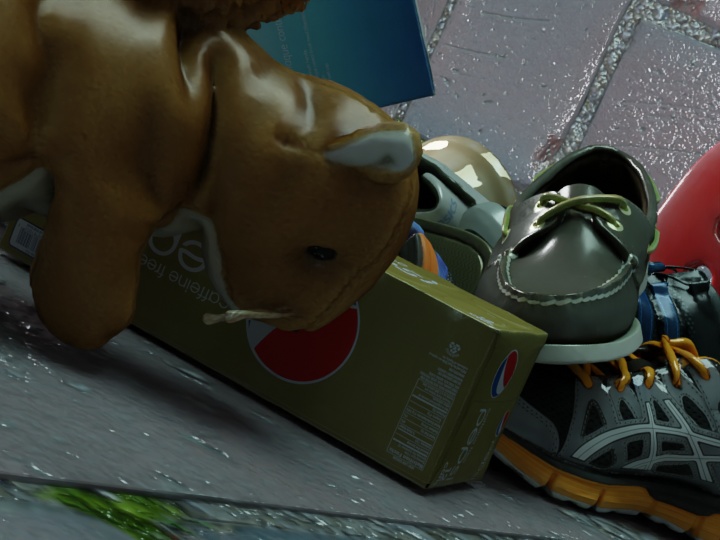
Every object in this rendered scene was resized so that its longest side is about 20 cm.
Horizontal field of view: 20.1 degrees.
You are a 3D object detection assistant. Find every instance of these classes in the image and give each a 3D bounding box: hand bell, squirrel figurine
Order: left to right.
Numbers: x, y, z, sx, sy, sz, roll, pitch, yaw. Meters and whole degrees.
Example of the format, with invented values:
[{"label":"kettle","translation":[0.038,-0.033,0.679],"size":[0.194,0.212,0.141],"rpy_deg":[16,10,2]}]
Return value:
[{"label":"squirrel figurine","translation":[-0.064,-0.072,0.673],"size":[0.185,0.202,0.142],"rpy_deg":[13,-1,0]},{"label":"hand bell","translation":[-0.008,-0.024,1.146],"size":[0.104,0.105,0.199],"rpy_deg":[29,20,35]}]

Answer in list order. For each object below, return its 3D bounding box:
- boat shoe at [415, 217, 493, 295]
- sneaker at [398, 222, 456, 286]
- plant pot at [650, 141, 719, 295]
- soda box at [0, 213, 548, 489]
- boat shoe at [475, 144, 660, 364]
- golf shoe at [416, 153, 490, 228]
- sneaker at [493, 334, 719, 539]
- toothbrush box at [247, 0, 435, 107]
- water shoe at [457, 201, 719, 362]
[{"label":"boat shoe","translation":[0.000,0.000,0.981],"size":[0.199,0.075,0.068],"rpy_deg":[29,-12,43]},{"label":"sneaker","translation":[-0.031,-0.003,0.880],"size":[0.199,0.076,0.078],"rpy_deg":[29,-8,44]},{"label":"plant pot","translation":[0.277,0.036,1.193],"size":[0.182,0.201,0.200],"rpy_deg":[40,14,35]},{"label":"soda box","translation":[-0.034,0.008,0.768],"size":[0.199,0.064,0.068],"rpy_deg":[28,8,20]},{"label":"boat shoe","translation":[0.089,-0.008,0.854],"size":[0.071,0.061,0.202],"rpy_deg":[7,14,11]},{"label":"golf shoe","translation":[0.048,-0.009,1.041],"size":[0.199,0.079,0.097],"rpy_deg":[32,-6,4]},{"label":"sneaker","translation":[0.115,0.061,0.856],"size":[0.199,0.078,0.078],"rpy_deg":[18,11,-27]},{"label":"toothbrush box","translation":[-0.070,-0.112,1.054],"size":[0.198,0.086,0.146],"rpy_deg":[-13,9,-2]},{"label":"water shoe","translation":[0.132,0.024,1.002],"size":[0.200,0.079,0.071],"rpy_deg":[43,-17,-12]}]
